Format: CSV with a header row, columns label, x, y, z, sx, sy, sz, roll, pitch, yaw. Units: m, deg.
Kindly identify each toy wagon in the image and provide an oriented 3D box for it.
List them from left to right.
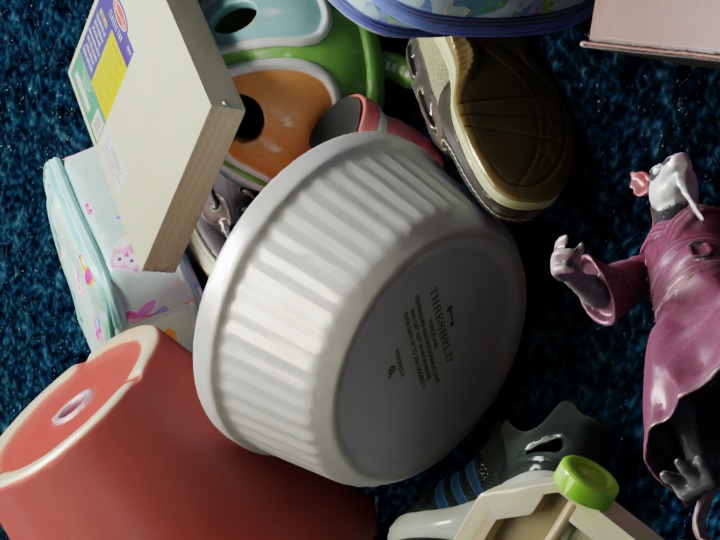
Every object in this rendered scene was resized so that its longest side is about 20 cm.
label,x,y,z,sx,sy,sz,roll,pitch,yaw
toy wagon,0.124,0.195,1.364,0.200,0.040,0.156,37,114,19

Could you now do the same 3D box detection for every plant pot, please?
label,x,y,z,sx,sy,sz,roll,pitch,yaw
plant pot,-0.119,0.144,1.647,0.200,0.178,0.201,-37,15,12

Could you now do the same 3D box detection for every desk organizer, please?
label,x,y,z,sx,sy,sz,roll,pitch,yaw
desk organizer,0.195,-0.137,1.350,0.200,0.071,0.078,16,98,61

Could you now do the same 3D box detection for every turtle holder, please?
label,x,y,z,sx,sy,sz,roll,pitch,yaw
turtle holder,-0.059,-0.132,1.762,0.141,0.131,0.186,-53,42,47

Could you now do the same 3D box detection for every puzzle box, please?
label,x,y,z,sx,sy,sz,roll,pitch,yaw
puzzle box,-0.131,-0.114,1.729,0.134,0.025,0.201,-64,34,35

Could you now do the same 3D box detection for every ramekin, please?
label,x,y,z,sx,sy,sz,roll,pitch,yaw
ramekin,0.008,0.030,1.557,0.094,0.202,0.204,31,115,37

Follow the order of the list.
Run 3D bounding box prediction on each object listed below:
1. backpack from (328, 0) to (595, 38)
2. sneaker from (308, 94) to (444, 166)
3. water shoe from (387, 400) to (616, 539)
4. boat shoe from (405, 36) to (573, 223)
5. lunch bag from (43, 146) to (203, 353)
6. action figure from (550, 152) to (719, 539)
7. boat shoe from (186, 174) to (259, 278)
label,x,y,z,sx,sy,sz,roll,pitch,yaw
backpack,0.051,-0.213,1.520,0.201,0.182,0.147,60,146,36
sneaker,0.000,0.000,1.662,0.074,0.086,0.201,6,78,61
water shoe,0.086,0.127,1.548,0.200,0.071,0.079,-25,37,60
boat shoe,0.071,-0.092,1.586,0.201,0.073,0.065,-102,26,-46
lunch bag,-0.162,0.015,1.920,0.201,0.077,0.161,84,161,-51
action figure,0.180,0.013,1.366,0.133,0.149,0.201,-26,36,14
boat shoe,-0.091,-0.040,1.881,0.065,0.072,0.200,-40,48,7
